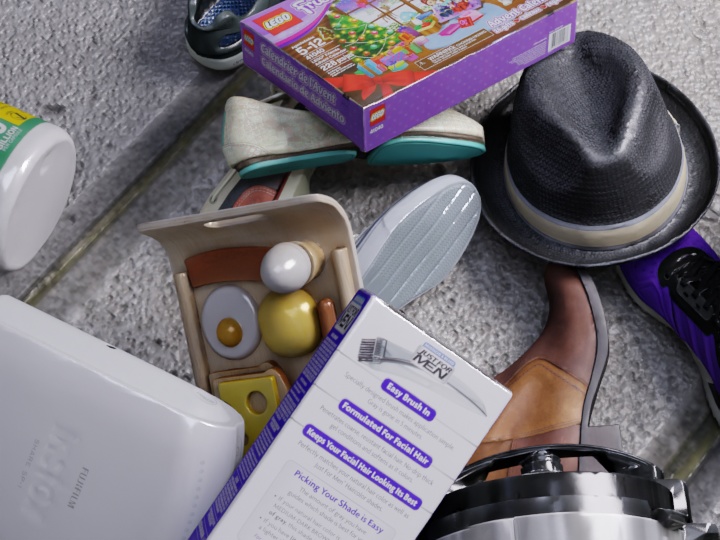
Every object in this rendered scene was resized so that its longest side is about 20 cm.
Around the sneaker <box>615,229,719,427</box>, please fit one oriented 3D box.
[{"bbox_3d":[0.252,0.023,1.073,0.069,0.100,0.201,-28,72,-14],"label":"sneaker"}]

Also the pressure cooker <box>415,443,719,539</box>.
[{"bbox_3d":[0.125,0.205,0.952,0.175,0.178,0.201,12,62,-30],"label":"pressure cooker"}]

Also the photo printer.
[{"bbox_3d":[-0.181,0.131,1.007,0.199,0.069,0.167,25,102,8],"label":"photo printer"}]

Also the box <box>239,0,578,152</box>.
[{"bbox_3d":[0.035,-0.168,1.075,0.199,0.039,0.137,-30,49,-28],"label":"box"}]

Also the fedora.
[{"bbox_3d":[0.163,-0.101,1.096,0.199,0.092,0.201,-8,49,9],"label":"fedora"}]

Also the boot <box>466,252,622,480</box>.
[{"bbox_3d":[0.077,0.084,1.080,0.199,0.069,0.190,-6,75,5],"label":"boot"}]

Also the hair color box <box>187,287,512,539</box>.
[{"bbox_3d":[-0.009,0.124,0.950,0.109,0.065,0.200,35,90,-9],"label":"hair color box"}]

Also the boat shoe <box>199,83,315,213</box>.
[{"bbox_3d":[-0.052,-0.107,1.140,0.062,0.071,0.201,22,74,11],"label":"boat shoe"}]

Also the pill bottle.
[{"bbox_3d":[-0.317,-0.086,1.100,0.199,0.113,0.113,24,70,8],"label":"pill bottle"}]

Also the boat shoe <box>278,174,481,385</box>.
[{"bbox_3d":[0.000,0.000,1.093,0.200,0.074,0.067,-44,40,-18],"label":"boat shoe"}]

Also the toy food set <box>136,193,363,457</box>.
[{"bbox_3d":[-0.066,0.057,1.014,0.143,0.060,0.201,-9,95,26],"label":"toy food set"}]

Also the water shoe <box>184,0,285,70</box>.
[{"bbox_3d":[-0.067,-0.245,1.186,0.071,0.079,0.201,26,70,9],"label":"water shoe"}]

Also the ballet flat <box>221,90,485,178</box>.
[{"bbox_3d":[-0.001,-0.106,1.081,0.199,0.067,0.063,-6,81,-22],"label":"ballet flat"}]
